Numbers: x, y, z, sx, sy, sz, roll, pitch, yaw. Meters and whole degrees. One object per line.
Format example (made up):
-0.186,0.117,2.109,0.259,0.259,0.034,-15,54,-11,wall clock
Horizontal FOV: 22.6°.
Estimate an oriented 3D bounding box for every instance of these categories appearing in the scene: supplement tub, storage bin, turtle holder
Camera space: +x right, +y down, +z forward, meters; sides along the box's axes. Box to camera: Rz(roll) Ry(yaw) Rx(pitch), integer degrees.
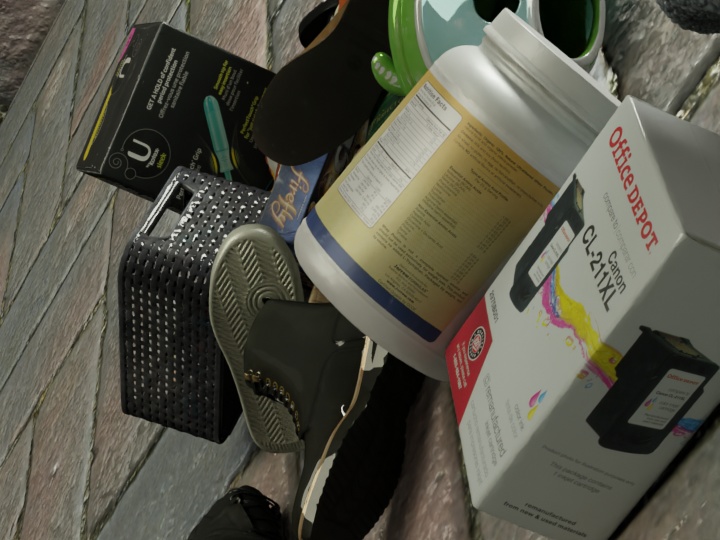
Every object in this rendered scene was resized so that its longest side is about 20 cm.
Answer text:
0.071,-0.047,1.108,0.200,0.144,0.144,-49,23,11,supplement tub
-0.132,0.030,1.501,0.200,0.094,0.135,95,-165,-44,storage bin
0.090,-0.152,1.212,0.132,0.141,0.186,-1,63,51,turtle holder

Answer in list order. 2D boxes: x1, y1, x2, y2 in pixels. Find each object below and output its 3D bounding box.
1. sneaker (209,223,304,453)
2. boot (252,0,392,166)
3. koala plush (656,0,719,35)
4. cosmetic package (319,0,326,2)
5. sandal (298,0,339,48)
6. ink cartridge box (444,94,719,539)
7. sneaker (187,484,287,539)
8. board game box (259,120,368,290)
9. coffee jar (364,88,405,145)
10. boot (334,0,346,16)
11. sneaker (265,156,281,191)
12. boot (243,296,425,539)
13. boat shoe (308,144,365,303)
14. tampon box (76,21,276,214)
-0.072,0.042,1.406,0.085,0.075,0.200,-82,-12,-59,sneaker
-0.007,-0.160,1.340,0.200,0.074,0.075,-49,8,28,boot
0.165,-0.238,0.945,0.177,0.200,0.184,-47,2,42,koala plush
0.002,-0.325,1.573,0.103,0.087,0.200,-51,-3,38,cosmetic package
0.001,-0.220,1.611,0.200,0.075,0.048,-28,61,60,sandal
0.137,0.027,0.977,0.200,0.083,0.146,-57,21,28,ink cartridge box
-0.091,0.209,1.386,0.200,0.076,0.091,-11,51,64,sneaker
-0.017,-0.093,1.445,0.135,0.035,0.200,52,-124,-67,board game box
0.054,-0.120,1.342,0.104,0.085,0.200,-44,31,47,coffee jar
0.047,-0.268,1.489,0.200,0.075,0.107,-46,-8,-26,boot
-0.040,-0.084,1.577,0.082,0.078,0.200,-11,68,62,sneaker
-0.039,0.106,1.270,0.138,0.077,0.200,1,52,32,boot
0.000,0.000,1.386,0.065,0.072,0.200,113,168,-71,boat shoe
-0.136,-0.121,1.658,0.150,0.200,0.126,-67,20,-2,tampon box
